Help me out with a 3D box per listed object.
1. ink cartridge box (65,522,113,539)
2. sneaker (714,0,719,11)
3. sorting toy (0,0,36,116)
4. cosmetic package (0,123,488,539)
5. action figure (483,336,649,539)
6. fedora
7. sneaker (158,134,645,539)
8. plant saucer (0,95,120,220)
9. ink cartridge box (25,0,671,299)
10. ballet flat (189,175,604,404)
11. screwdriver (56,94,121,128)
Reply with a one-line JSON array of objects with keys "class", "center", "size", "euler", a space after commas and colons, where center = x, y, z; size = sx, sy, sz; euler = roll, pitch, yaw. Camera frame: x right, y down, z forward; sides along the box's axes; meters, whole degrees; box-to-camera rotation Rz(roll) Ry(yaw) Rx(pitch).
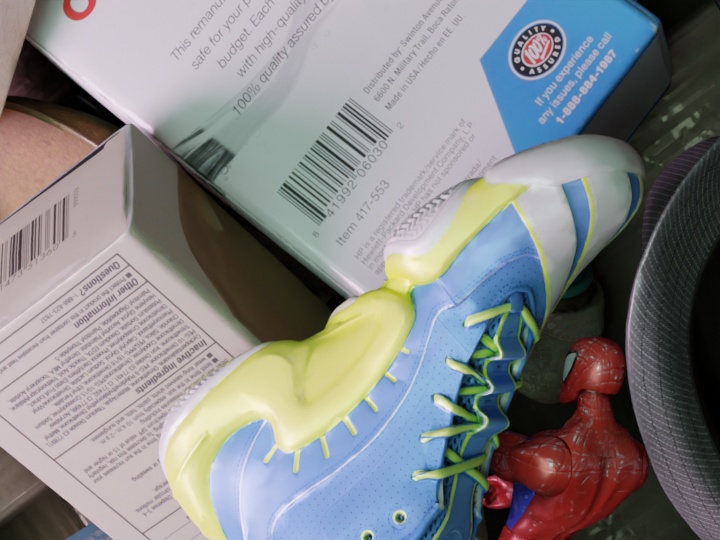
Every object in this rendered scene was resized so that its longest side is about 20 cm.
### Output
[{"class": "ink cartridge box", "center": [-0.040, 0.196, 1.176], "size": [0.199, 0.125, 0.129], "euler": [23, 111, 18]}, {"class": "sneaker", "center": [0.153, -0.119, 0.976], "size": [0.088, 0.200, 0.074], "euler": [-28, 107, 8]}, {"class": "sorting toy", "center": [-0.184, -0.137, 1.115], "size": [0.200, 0.069, 0.200], "euler": [43, 118, 59]}, {"class": "cosmetic package", "center": [-0.054, 0.052, 1.069], "size": [0.105, 0.071, 0.200], "euler": [-34, 121, 19]}, {"class": "action figure", "center": [0.039, 0.105, 1.032], "size": [0.099, 0.065, 0.201], "euler": [35, 112, 41]}, {"class": "fedora", "center": [0.159, 0.015, 1.034], "size": [0.177, 0.090, 0.200], "euler": [-44, 116, -9]}, {"class": "sneaker", "center": [0.030, 0.045, 0.965], "size": [0.200, 0.076, 0.105], "euler": [-37, 69, 21]}, {"class": "plant saucer", "center": [-0.103, 0.003, 1.170], "size": [0.200, 0.035, 0.201], "euler": [28, 143, 23]}, {"class": "ink cartridge box", "center": [-0.005, -0.083, 1.083], "size": [0.200, 0.086, 0.147], "euler": [38, 88, 16]}, {"class": "ballet flat", "center": [0.000, 0.000, 1.146], "size": [0.199, 0.067, 0.063], "euler": [23, 123, 19]}, {"class": "screwdriver", "center": [-0.056, 0.001, 1.192], "size": [0.200, 0.028, 0.029], "euler": [45, 147, 7]}]
